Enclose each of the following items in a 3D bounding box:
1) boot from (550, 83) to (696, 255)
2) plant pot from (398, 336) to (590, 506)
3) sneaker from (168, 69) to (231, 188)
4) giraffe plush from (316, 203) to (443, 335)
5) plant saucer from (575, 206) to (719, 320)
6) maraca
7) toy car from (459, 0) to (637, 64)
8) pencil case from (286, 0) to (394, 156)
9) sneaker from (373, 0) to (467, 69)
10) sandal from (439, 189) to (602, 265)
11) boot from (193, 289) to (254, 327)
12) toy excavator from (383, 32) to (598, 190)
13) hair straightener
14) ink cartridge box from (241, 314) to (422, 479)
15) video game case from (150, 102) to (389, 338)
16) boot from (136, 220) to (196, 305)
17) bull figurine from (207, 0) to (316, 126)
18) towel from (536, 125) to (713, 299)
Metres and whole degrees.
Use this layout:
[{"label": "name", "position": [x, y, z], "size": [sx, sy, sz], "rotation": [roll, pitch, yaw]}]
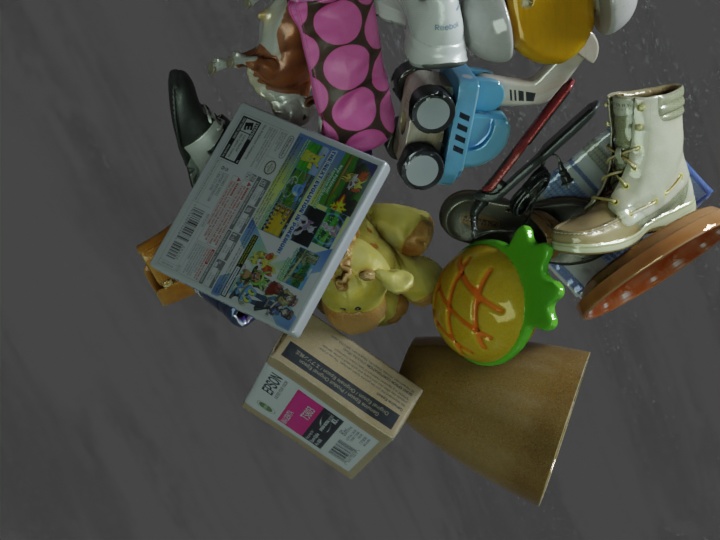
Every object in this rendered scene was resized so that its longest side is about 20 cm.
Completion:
[{"label": "boot", "position": [0.273, -0.108, 1.473], "size": [0.200, 0.072, 0.155], "rotation": [-21, 114, -31]}, {"label": "plant pot", "position": [0.143, 0.151, 1.620], "size": [0.200, 0.186, 0.187], "rotation": [19, 117, 10]}, {"label": "sneaker", "position": [-0.154, -0.140, 1.532], "size": [0.088, 0.074, 0.200], "rotation": [-14, 129, 1]}, {"label": "giraffe plush", "position": [0.000, 0.000, 1.542], "size": [0.172, 0.162, 0.200], "rotation": [-25, 114, 14]}, {"label": "plant saucer", "position": [0.319, -0.012, 1.525], "size": [0.200, 0.200, 0.032], "rotation": [-37, 76, 18]}, {"label": "maraca", "position": [0.150, 0.029, 1.516], "size": [0.200, 0.107, 0.137], "rotation": [-31, 72, 53]}, {"label": "toy car", "position": [0.170, -0.311, 1.383], "size": [0.175, 0.150, 0.200], "rotation": [-14, 119, -6]}, {"label": "pencil case", "position": [-0.022, -0.214, 1.434], "size": [0.094, 0.091, 0.200], "rotation": [-21, 125, -11]}, {"label": "sneaker", "position": [0.060, -0.277, 1.388], "size": [0.074, 0.200, 0.087], "rotation": [-10, 128, -18]}, {"label": "sandal", "position": [0.187, -0.046, 1.549], "size": [0.200, 0.055, 0.082], "rotation": [11, 113, -2]}, {"label": "boot", "position": [-0.084, -0.030, 1.474], "size": [0.200, 0.090, 0.073], "rotation": [-48, 138, -3]}, {"label": "toy excavator", "position": [0.139, -0.183, 1.499], "size": [0.200, 0.100, 0.195], "rotation": [3, 117, -15]}, {"label": "hair straightener", "position": [0.189, -0.104, 1.488], "size": [0.077, 0.041, 0.200], "rotation": [37, 107, -4]}, {"label": "ink cartridge box", "position": [-0.037, 0.145, 1.590], "size": [0.165, 0.075, 0.200], "rotation": [33, 155, 1]}, {"label": "video game case", "position": [-0.093, -0.055, 1.429], "size": [0.182, 0.022, 0.200], "rotation": [25, 79, 22]}, {"label": "boot", "position": [-0.159, 0.001, 1.558], "size": [0.144, 0.071, 0.201], "rotation": [-33, 138, -3]}, {"label": "bull figurine", "position": [-0.087, -0.241, 1.471], "size": [0.121, 0.065, 0.200], "rotation": [0, 113, -35]}, {"label": "towel", "position": [0.277, -0.073, 1.577], "size": [0.200, 0.024, 0.147], "rotation": [-41, 106, 17]}]
